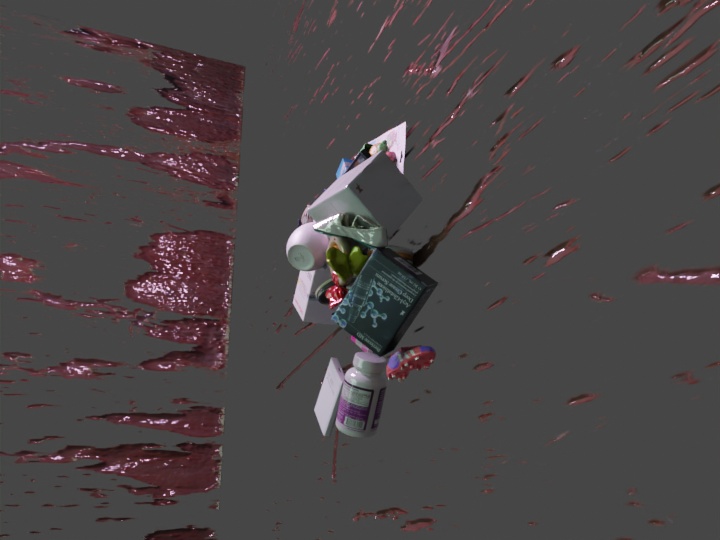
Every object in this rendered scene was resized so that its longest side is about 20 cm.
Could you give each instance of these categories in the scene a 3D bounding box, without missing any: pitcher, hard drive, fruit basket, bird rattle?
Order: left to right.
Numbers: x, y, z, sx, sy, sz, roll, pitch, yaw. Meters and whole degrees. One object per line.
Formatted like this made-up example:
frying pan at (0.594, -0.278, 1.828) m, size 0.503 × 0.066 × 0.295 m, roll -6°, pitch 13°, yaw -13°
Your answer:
pitcher at (-0.109, -0.060, 1.816) m, size 0.121 × 0.172 × 0.200 m, roll -25°, pitch 17°, yaw 32°
hard drive at (-0.092, 0.387, 2.026) m, size 0.132 × 0.027 × 0.200 m, roll -122°, pitch 46°, yaw -57°
bird rattle at (-0.040, -0.009, 1.644) m, size 0.200 × 0.112 × 0.163 m, roll 101°, pitch 156°, yaw -58°
fruit basket at (0.057, -0.293, 1.811) m, size 0.200 × 0.094 × 0.186 m, roll -16°, pitch 67°, yaw 62°

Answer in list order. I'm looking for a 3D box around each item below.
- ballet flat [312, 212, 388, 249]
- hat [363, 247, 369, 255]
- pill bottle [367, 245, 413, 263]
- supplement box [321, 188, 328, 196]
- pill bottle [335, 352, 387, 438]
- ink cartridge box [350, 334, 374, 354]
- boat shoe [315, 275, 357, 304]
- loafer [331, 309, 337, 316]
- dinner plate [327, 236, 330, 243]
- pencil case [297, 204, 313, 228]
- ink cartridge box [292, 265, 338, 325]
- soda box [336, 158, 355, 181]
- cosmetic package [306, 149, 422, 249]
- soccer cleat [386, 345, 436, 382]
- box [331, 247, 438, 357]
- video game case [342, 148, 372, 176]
ballet flat at (-0.021, -0.105, 1.568) m, size 0.200 × 0.069 × 0.070 m, roll 17°, pitch 102°, yaw 24°
hat at (0.000, 0.000, 1.848) m, size 0.201 × 0.081 × 0.201 m, roll -53°, pitch -23°, yaw -34°
pill bottle at (0.068, 0.043, 1.636) m, size 0.116 × 0.116 × 0.200 m, roll 166°, pitch 110°, yaw -66°
supplement box at (-0.084, -0.137, 2.076) m, size 0.110 × 0.109 × 0.200 m, roll -109°, pitch 34°, yaw -49°
pill bottle at (0.007, 0.317, 1.698) m, size 0.112 × 0.112 × 0.200 m, roll -150°, pitch 70°, yaw -66°
ink cartridge box at (0.015, 0.165, 1.834) m, size 0.200 × 0.037 × 0.095 m, roll -147°, pitch 67°, yaw -68°
boat shoe at (-0.022, 0.049, 1.768) m, size 0.065 × 0.200 × 0.072 m, roll -108°, pitch 2°, yaw -53°
loafer at (-0.010, 0.114, 1.779) m, size 0.200 × 0.070 × 0.068 m, roll -25°, pitch 45°, yaw 54°
dinner plate at (-0.059, -0.125, 1.808) m, size 0.200 × 0.024 × 0.201 m, roll -8°, pitch -90°, yaw -75°
pencil case at (-0.083, -0.123, 1.961) m, size 0.090 × 0.200 × 0.078 m, roll -69°, pitch 21°, yaw 10°
ink cartridge box at (-0.105, 0.046, 2.018) m, size 0.147 × 0.144 × 0.200 m, roll -129°, pitch 51°, yaw -61°
soda box at (-0.021, -0.256, 2.022) m, size 0.200 × 0.064 × 0.068 m, roll -106°, pitch 32°, yaw -43°
cosmetic package at (0.008, -0.165, 1.667) m, size 0.167 × 0.166 × 0.200 m, roll -49°, pitch 15°, yaw -33°
soccer cleat at (0.114, 0.203, 1.545) m, size 0.200 × 0.067 × 0.077 m, roll 130°, pitch 146°, yaw -57°
box at (0.056, 0.070, 1.516) m, size 0.200 × 0.148 × 0.107 m, roll -58°, pitch -16°, yaw 14°
video game case at (0.026, -0.208, 1.787) m, size 0.181 × 0.025 × 0.200 m, roll 48°, pitch 146°, yaw 2°
